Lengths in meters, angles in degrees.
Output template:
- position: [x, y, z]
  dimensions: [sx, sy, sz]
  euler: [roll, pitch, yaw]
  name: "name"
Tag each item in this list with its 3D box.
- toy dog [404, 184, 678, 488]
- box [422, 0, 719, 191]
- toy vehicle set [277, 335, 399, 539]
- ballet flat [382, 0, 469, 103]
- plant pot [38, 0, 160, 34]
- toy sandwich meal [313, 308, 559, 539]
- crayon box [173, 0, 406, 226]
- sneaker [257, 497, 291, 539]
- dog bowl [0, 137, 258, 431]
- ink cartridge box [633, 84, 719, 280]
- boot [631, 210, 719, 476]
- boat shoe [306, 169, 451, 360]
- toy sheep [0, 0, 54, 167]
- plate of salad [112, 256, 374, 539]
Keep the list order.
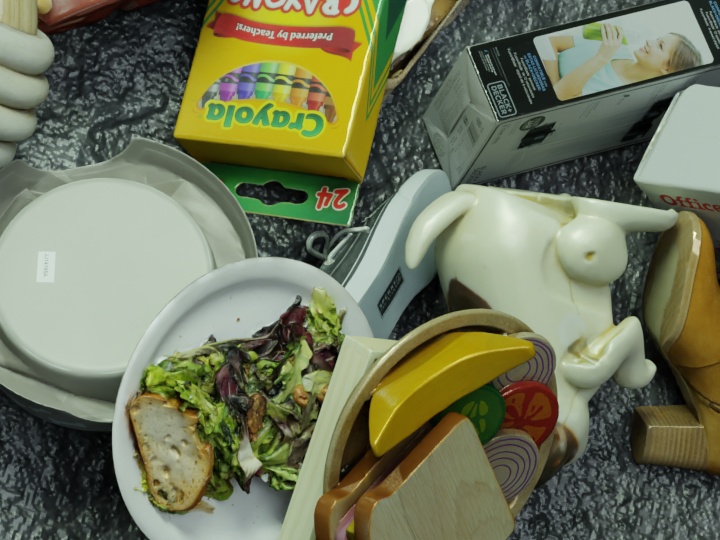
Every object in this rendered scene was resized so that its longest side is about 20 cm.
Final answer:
- position: [0.113, 0.047, 1.667]
  dimensions: [0.194, 0.139, 0.201]
  euler: [3, 94, -46]
  name: "toy dog"
- position: [0.155, -0.126, 1.736]
  dimensions: [0.199, 0.117, 0.060]
  euler: [-15, 72, -19]
  name: "box"
- position: [0.013, 0.143, 1.577]
  dimensions: [0.124, 0.026, 0.201]
  euler: [9, 103, -43]
  name: "toy vehicle set"
- position: [0.047, -0.196, 1.743]
  dimensions: [0.068, 0.067, 0.200]
  euler: [32, 70, -9]
  name: "ballet flat"
- position: [-0.174, -0.268, 1.628]
  dimensions: [0.200, 0.201, 0.196]
  euler: [-21, 93, -21]
  name: "plant pot"
- position: [0.057, 0.121, 1.534]
  dimensions: [0.205, 0.070, 0.206]
  euler: [-18, 121, -33]
  name: "toy sandwich meal"
- position: [-0.046, -0.136, 1.676]
  dimensions: [0.127, 0.051, 0.201]
  euler: [7, 73, 19]
  name: "crayon box"
- position: [-0.029, 0.165, 1.634]
  dimensions: [0.090, 0.075, 0.201]
  euler: [3, 78, -12]
  name: "sneaker"
- position: [-0.165, 0.012, 1.598]
  dimensions: [0.199, 0.059, 0.201]
  euler: [1, 61, -1]
  name: "dog bowl"
- position: [0.302, -0.032, 1.709]
  dimensions: [0.200, 0.144, 0.085]
  euler: [46, 67, -36]
  name: "ink cartridge box"
- position: [0.269, 0.051, 1.724]
  dimensions: [0.144, 0.071, 0.202]
  euler: [0, 117, -12]
  name: "boot"
- position: [0.001, 0.002, 1.681]
  dimensions: [0.200, 0.068, 0.074]
  euler: [-62, 145, -36]
  name: "boat shoe"
- position: [-0.266, -0.114, 1.577]
  dimensions: [0.138, 0.138, 0.200]
  euler: [25, 103, -12]
  name: "toy sheep"
- position: [-0.062, 0.092, 1.543]
  dimensions: [0.200, 0.048, 0.201]
  euler: [-9, 105, -34]
  name: "plate of salad"
